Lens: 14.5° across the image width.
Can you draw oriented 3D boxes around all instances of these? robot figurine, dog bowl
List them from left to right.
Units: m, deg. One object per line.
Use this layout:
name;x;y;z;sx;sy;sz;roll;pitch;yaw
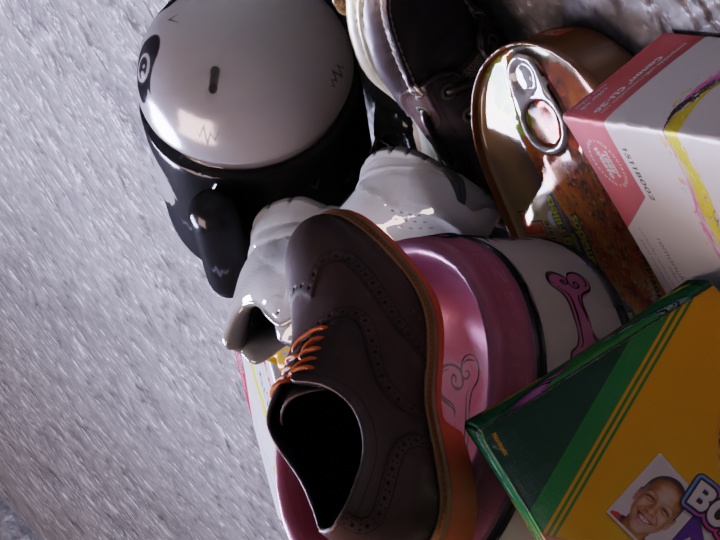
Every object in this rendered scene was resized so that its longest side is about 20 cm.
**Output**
robot figurine;-0.058;-0.075;1.570;0.150;0.125;0.200;57;168;33
dog bowl;0.036;0.073;1.311;0.074;0.201;0.200;18;-174;-35

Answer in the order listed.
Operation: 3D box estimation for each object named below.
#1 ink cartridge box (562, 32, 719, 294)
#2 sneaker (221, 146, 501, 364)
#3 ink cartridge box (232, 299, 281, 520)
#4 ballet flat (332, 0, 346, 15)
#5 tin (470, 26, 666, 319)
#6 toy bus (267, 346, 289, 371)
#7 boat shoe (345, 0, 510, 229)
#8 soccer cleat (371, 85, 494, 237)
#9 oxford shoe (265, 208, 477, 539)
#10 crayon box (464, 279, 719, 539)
ink cartridge box;0.179;-0.029;1.172;0.117;0.067;0.200;57;163;-19
sneaker;0.000;0.000;1.429;0.074;0.087;0.200;35;149;-18
ink cartridge box;-0.028;0.060;1.823;0.200;0.083;0.146;100;156;-69
ballet flat;-0.048;-0.188;1.446;0.200;0.065;0.071;36;159;42
tin;0.117;-0.018;1.328;0.112;0.042;0.201;-15;99;53
toy bus;0.040;0.067;1.581;0.200;0.079;0.065;16;152;-39
boat shoe;0.053;-0.090;1.392;0.065;0.072;0.200;28;155;38
soccer cleat;0.030;-0.040;1.532;0.068;0.081;0.200;41;162;29
oxford shoe;-0.006;0.044;1.253;0.072;0.071;0.200;19;-144;-36
crayon box;0.146;0.119;1.204;0.200;0.119;0.058;58;176;-3
